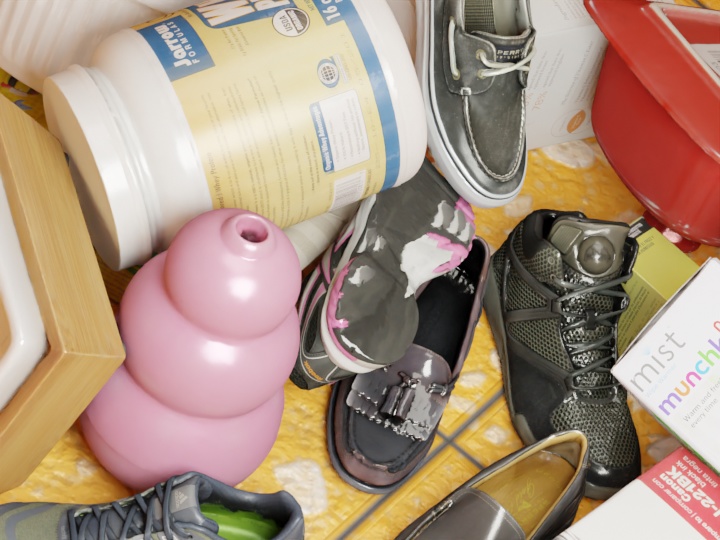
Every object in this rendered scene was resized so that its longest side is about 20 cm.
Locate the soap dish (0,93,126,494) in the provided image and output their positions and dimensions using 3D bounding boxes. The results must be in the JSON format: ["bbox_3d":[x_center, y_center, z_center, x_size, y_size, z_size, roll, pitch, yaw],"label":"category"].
[{"bbox_3d":[-0.216,0.019,1.660,0.081,0.157,0.201,10,45,-36],"label":"soap dish"}]

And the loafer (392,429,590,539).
[{"bbox_3d":[0.067,0.157,1.701,0.073,0.072,0.200,38,48,12],"label":"loafer"}]

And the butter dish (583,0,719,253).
[{"bbox_3d":[0.237,-0.077,1.899,0.199,0.148,0.200,4,37,-37],"label":"butter dish"}]

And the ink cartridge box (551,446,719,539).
[{"bbox_3d":[0.129,0.211,1.627,0.084,0.145,0.200,42,47,19],"label":"ink cartridge box"}]

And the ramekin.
[{"bbox_3d":[-0.157,-0.166,1.832,0.199,0.105,0.200,25,15,-7],"label":"ramekin"}]

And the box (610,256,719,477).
[{"bbox_3d":[0.252,0.093,1.697,0.176,0.200,0.097,42,91,14],"label":"box"}]

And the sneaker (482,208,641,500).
[{"bbox_3d":[0.137,0.042,1.806,0.076,0.114,0.200,0,54,-22],"label":"sneaker"}]

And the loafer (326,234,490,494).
[{"bbox_3d":[0.033,0.052,1.788,0.072,0.063,0.200,27,45,0],"label":"loafer"}]

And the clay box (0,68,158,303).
[{"bbox_3d":[-0.175,-0.054,1.810,0.199,0.048,0.115,27,45,4],"label":"clay box"}]

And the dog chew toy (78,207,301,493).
[{"bbox_3d":[-0.090,0.042,1.649,0.124,0.200,0.125,13,45,-13],"label":"dog chew toy"}]

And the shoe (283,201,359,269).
[{"bbox_3d":[-0.043,-0.022,1.825,0.053,0.070,0.200,52,44,-2],"label":"shoe"}]

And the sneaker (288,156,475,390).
[{"bbox_3d":[0.000,0.000,1.779,0.080,0.086,0.200,50,38,-11],"label":"sneaker"}]

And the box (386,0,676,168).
[{"bbox_3d":[0.097,-0.154,1.957,0.199,0.125,0.098,-13,55,-31],"label":"box"}]

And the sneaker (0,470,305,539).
[{"bbox_3d":[-0.122,0.147,1.626,0.199,0.081,0.074,1,49,-21],"label":"sneaker"}]

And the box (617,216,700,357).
[{"bbox_3d":[0.231,0.059,1.856,0.200,0.075,0.050,42,47,18],"label":"box"}]

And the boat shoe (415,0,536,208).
[{"bbox_3d":[0.076,-0.141,1.812,0.072,0.071,0.201,-10,89,-31],"label":"boat shoe"}]

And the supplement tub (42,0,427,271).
[{"bbox_3d":[-0.075,-0.091,1.706,0.199,0.145,0.145,-21,59,-15],"label":"supplement tub"}]
